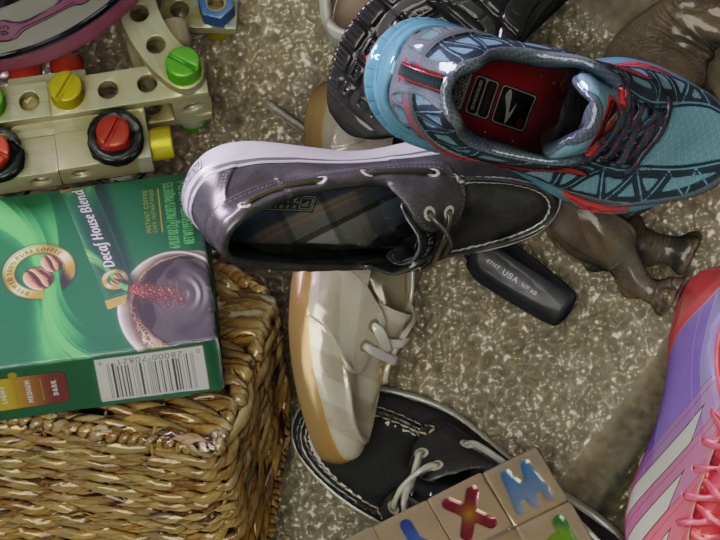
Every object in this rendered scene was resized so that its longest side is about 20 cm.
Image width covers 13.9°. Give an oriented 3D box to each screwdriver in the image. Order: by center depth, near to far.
[{"bbox_3d":[0.028,-0.031,1.569,0.200,0.028,0.029,31,127,12],"label":"screwdriver"}]

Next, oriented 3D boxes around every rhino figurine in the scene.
[{"bbox_3d":[0.161,-0.084,1.521,0.087,0.060,0.200,25,96,4],"label":"rhino figurine"}]

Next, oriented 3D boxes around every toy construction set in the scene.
[{"bbox_3d":[-0.158,-0.103,1.549,0.200,0.092,0.131,-14,70,12],"label":"toy construction set"}]

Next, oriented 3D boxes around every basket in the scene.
[{"bbox_3d":[-0.139,0.075,1.568,0.200,0.143,0.149,7,139,13],"label":"basket"}]

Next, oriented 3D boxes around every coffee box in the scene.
[{"bbox_3d":[-0.172,0.017,1.493,0.200,0.123,0.044,-7,138,-1],"label":"coffee box"}]

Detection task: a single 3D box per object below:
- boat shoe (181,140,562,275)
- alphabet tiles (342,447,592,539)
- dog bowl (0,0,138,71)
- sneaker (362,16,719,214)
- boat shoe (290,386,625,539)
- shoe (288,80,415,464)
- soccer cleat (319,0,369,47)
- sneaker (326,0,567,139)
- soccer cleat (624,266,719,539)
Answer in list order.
[{"bbox_3d":[0.013,-0.027,1.459,0.200,0.066,0.070,3,124,-23],"label":"boat shoe"},{"bbox_3d":[0.046,0.199,1.476,0.200,0.008,0.167,-24,73,-20],"label":"alphabet tiles"},{"bbox_3d":[-0.180,-0.188,1.520,0.200,0.074,0.200,-11,52,15],"label":"dog bowl"},{"bbox_3d":[0.104,-0.067,1.428,0.200,0.096,0.079,9,96,-23],"label":"sneaker"},{"bbox_3d":[0.051,0.123,1.553,0.200,0.060,0.074,32,98,6],"label":"boat shoe"},{"bbox_3d":[0.000,0.000,1.527,0.053,0.070,0.200,0,86,22],"label":"shoe"},{"bbox_3d":[0.021,-0.208,1.525,0.069,0.078,0.200,13,96,9],"label":"soccer cleat"},{"bbox_3d":[0.067,-0.136,1.508,0.200,0.091,0.076,-40,83,-2],"label":"sneaker"},{"bbox_3d":[0.182,0.096,1.515,0.067,0.076,0.200,8,93,-20],"label":"soccer cleat"}]
